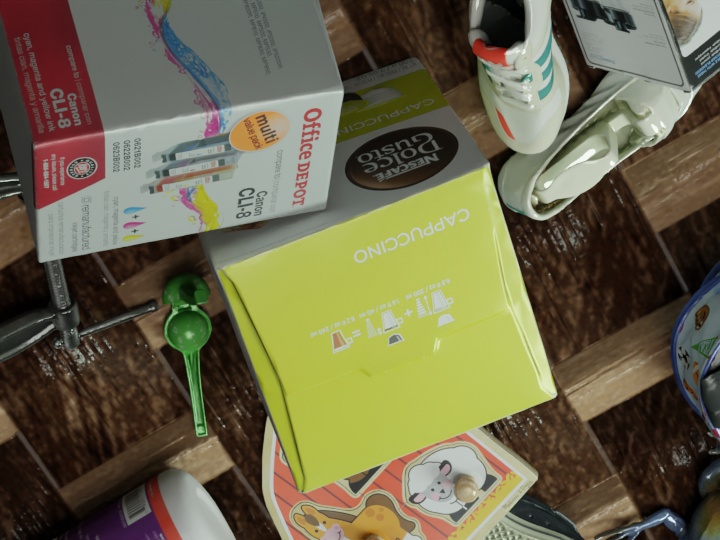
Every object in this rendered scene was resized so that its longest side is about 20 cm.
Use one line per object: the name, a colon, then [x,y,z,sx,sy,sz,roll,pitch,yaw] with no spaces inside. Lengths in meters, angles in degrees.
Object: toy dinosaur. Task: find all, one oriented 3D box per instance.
toy dinosaur: [0.304,0.226,1.890,0.199,0.105,0.182,-18,142,-19]

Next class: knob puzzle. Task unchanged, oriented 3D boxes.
knob puzzle: [0.009,0.167,1.777,0.219,0.030,0.221,2,114,4]

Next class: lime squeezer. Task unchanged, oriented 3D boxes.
lime squeezer: [-0.122,0.046,1.693,0.038,0.071,0.200,-25,152,-19]

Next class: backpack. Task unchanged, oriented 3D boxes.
backpack: [0.338,0.057,1.770,0.190,0.154,0.200,-34,115,-5]

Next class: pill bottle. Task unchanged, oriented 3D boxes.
pill bottle: [-0.193,0.246,1.748,0.200,0.113,0.113,-32,121,3]

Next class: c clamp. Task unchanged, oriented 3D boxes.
c clamp: [-0.242,-0.003,1.617,0.170,0.027,0.200,-28,140,-13]

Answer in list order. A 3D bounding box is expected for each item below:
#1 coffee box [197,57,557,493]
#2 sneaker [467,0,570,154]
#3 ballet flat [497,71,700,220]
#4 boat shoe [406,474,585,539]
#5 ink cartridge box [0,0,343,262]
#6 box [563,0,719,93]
coffee box: [0.000,0.000,1.620,0.199,0.198,0.201,-21,121,-4]
sneaker: [0.102,-0.156,1.607,0.070,0.093,0.200,14,130,21]
ballet flat: [0.191,-0.104,1.694,0.200,0.069,0.069,-39,120,7]
boat shoe: [0.099,0.200,1.834,0.199,0.062,0.075,27,113,-9]
ink cartridge box: [-0.125,-0.116,1.457,0.199,0.145,0.146,-12,152,-13]
box: [0.184,-0.230,1.591,0.060,0.116,0.200,-38,122,-21]
